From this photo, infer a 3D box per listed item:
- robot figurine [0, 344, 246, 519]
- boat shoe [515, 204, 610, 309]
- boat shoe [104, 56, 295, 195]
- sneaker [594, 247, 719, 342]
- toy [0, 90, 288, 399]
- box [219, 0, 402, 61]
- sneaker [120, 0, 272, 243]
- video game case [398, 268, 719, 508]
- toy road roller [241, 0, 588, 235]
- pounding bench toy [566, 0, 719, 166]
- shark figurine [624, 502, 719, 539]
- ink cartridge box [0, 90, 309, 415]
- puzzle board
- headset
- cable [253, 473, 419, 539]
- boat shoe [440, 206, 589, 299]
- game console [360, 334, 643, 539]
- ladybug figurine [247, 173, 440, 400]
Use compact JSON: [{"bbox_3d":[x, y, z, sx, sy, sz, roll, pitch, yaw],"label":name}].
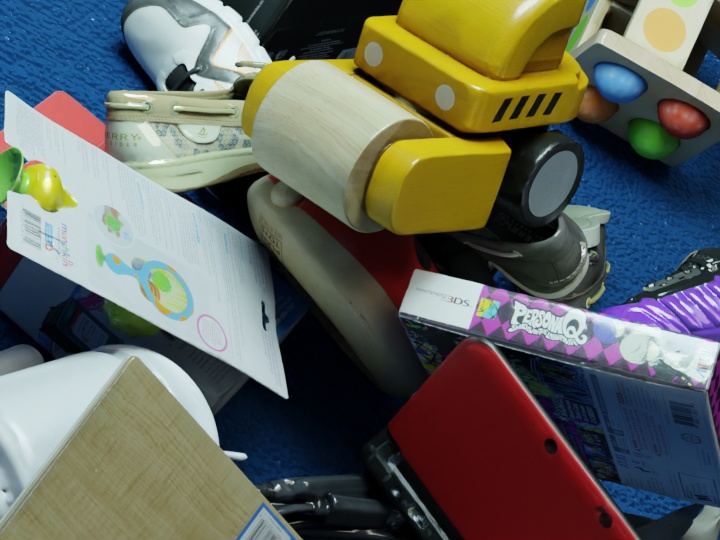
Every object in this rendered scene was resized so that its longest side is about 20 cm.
[{"bbox_3d":[-0.155,0.104,1.241,0.200,0.113,0.170,-16,55,-43],"label":"robot figurine"},{"bbox_3d":[0.130,-0.009,1.569,0.071,0.061,0.201,-1,7,7],"label":"boat shoe"},{"bbox_3d":[-0.070,-0.093,1.405,0.200,0.073,0.063,-21,111,-47],"label":"boat shoe"},{"bbox_3d":[0.211,0.033,1.566,0.199,0.070,0.100,4,66,-1],"label":"sneaker"},{"bbox_3d":[-0.128,-0.004,1.293,0.200,0.047,0.115,35,33,-38],"label":"toy"},{"bbox_3d":[-0.070,-0.236,1.615,0.148,0.124,0.200,-15,64,-45],"label":"box"},{"bbox_3d":[-0.087,-0.101,1.516,0.200,0.074,0.080,47,42,9],"label":"sneaker"},{"bbox_3d":[0.127,0.072,1.374,0.181,0.200,0.036,13,70,19],"label":"video game case"},{"bbox_3d":[0.044,-0.110,1.329,0.123,0.146,0.200,34,28,34],"label":"toy road roller"},{"bbox_3d":[0.217,-0.163,1.775,0.124,0.200,0.156,29,72,-9],"label":"pounding bench toy"},{"bbox_3d":[0.194,0.156,1.482,0.214,0.090,0.128,-10,61,-40],"label":"shark figurine"},{"bbox_3d":[-0.143,-0.001,1.383,0.200,0.067,0.116,42,39,3],"label":"ink cartridge box"},{"bbox_3d":[-0.103,0.162,1.187,0.151,0.017,0.200,-54,126,-23],"label":"puzzle board"},{"bbox_3d":[0.069,-0.035,1.522,0.094,0.124,0.200,-24,68,1],"label":"headset"},{"bbox_3d":[-0.026,0.190,1.318,0.200,0.051,0.164,1,57,-42],"label":"cable"},{"bbox_3d":[0.054,-0.052,1.434,0.200,0.057,0.067,31,74,27],"label":"boat shoe"},{"bbox_3d":[0.107,0.147,1.349,0.200,0.119,0.172,54,14,15],"label":"game console"},{"bbox_3d":[0.000,0.000,1.413,0.136,0.072,0.200,47,-5,36],"label":"ladybug figurine"}]
